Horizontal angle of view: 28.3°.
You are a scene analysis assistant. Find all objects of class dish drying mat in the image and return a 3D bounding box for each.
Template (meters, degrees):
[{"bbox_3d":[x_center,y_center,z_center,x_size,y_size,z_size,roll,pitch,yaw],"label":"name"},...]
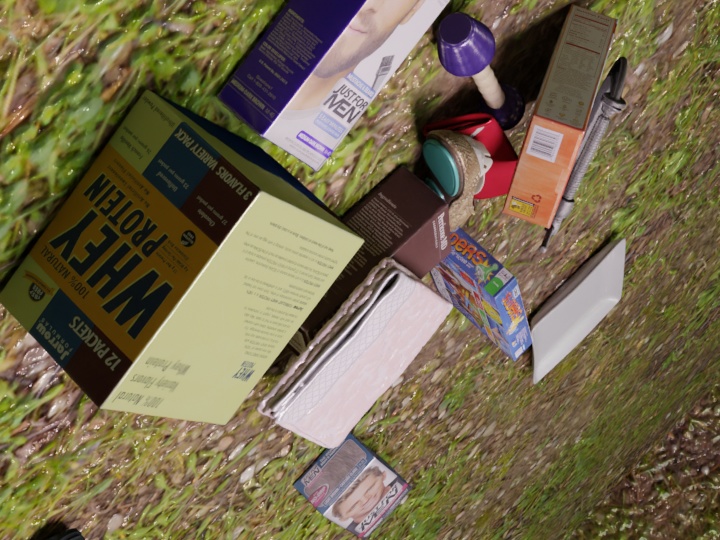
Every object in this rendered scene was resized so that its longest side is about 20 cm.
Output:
[{"bbox_3d":[0.126,-0.117,1.505,0.076,0.018,0.200,-14,159,14],"label":"dish drying mat"}]

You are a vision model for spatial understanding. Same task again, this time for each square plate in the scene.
[{"bbox_3d":[0.315,0.058,2.108,0.200,0.028,0.199,-43,155,-14],"label":"square plate"}]

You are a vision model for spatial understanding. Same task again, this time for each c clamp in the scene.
[{"bbox_3d":[0.245,-0.130,1.535,0.171,0.027,0.202,-64,177,-69],"label":"c clamp"}]

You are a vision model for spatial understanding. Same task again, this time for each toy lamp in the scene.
[{"bbox_3d":[0.116,-0.192,1.380,0.058,0.058,0.200,-48,155,0],"label":"toy lamp"}]

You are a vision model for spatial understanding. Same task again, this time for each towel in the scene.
[{"bbox_3d":[0.000,0.088,1.434,0.200,0.032,0.191,-49,157,2],"label":"towel"}]

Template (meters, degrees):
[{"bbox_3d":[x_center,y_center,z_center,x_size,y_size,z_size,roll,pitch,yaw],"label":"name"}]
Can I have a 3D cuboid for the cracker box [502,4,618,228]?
[{"bbox_3d":[0.207,-0.161,1.474,0.135,0.057,0.201,103,8,-46],"label":"cracker box"}]

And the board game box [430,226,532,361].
[{"bbox_3d":[0.127,0.015,1.604,0.034,0.135,0.200,-43,156,-8],"label":"board game box"}]

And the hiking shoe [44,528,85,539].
[{"bbox_3d":[-0.302,0.342,1.416,0.074,0.087,0.201,-17,141,-49],"label":"hiking shoe"}]

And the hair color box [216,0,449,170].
[{"bbox_3d":[-0.015,-0.188,1.160,0.201,0.065,0.109,-53,155,6],"label":"hair color box"}]

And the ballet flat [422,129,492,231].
[{"bbox_3d":[0.098,-0.101,1.441,0.065,0.071,0.200,-31,167,-11],"label":"ballet flat"}]

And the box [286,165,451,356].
[{"bbox_3d":[0.000,0.000,1.446,0.200,0.075,0.100,-44,155,-16],"label":"box"}]

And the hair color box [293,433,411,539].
[{"bbox_3d":[-0.007,0.282,1.855,0.100,0.060,0.200,-48,155,-3],"label":"hair color box"}]

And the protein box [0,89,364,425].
[{"bbox_3d":[-0.137,-0.002,1.135,0.201,0.135,0.198,-52,156,7],"label":"protein box"}]
